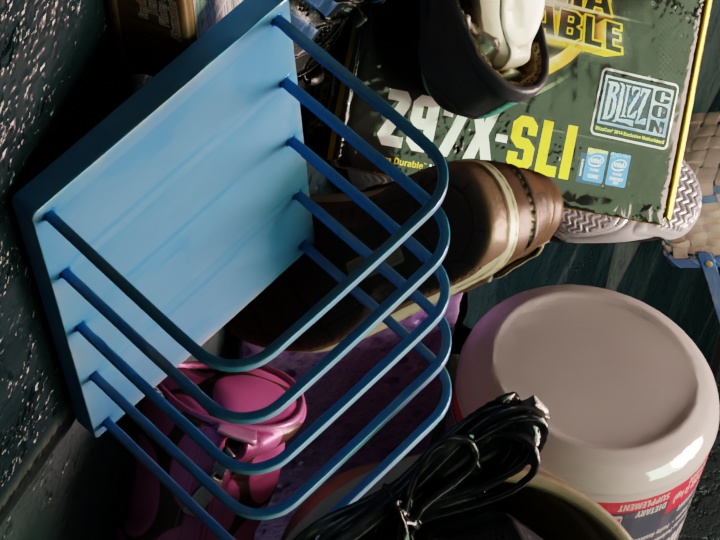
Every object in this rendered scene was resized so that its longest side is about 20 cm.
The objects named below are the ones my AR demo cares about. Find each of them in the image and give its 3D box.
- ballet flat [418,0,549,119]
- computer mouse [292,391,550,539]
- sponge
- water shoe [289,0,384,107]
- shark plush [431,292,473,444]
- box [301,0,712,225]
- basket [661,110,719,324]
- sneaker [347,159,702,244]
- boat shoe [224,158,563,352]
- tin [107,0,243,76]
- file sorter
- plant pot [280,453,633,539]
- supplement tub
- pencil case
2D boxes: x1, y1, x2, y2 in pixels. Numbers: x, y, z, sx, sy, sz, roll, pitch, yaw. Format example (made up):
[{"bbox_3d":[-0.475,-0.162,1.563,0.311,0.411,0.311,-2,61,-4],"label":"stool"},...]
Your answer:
[{"bbox_3d":[0.056,-0.168,1.231,0.073,0.073,0.201,-34,120,-69],"label":"ballet flat"},{"bbox_3d":[0.067,0.155,1.187,0.138,0.200,0.053,-36,-163,6],"label":"computer mouse"},{"bbox_3d":[-0.014,0.069,1.436,0.030,0.111,0.201,-103,-161,-53],"label":"sponge"},{"bbox_3d":[-0.012,-0.137,1.206,0.072,0.078,0.201,-51,157,-54],"label":"water shoe"},{"bbox_3d":[0.012,0.073,1.488,0.200,0.083,0.091,132,-33,-52],"label":"shark plush"},{"bbox_3d":[0.074,-0.115,1.316,0.049,0.199,0.161,19,-82,60],"label":"box"},{"bbox_3d":[0.393,-0.060,2.845,0.201,0.138,0.177,62,41,-31],"label":"basket"},{"bbox_3d":[0.091,-0.039,1.539,0.114,0.199,0.076,91,7,-67],"label":"sneaker"},{"bbox_3d":[0.014,-0.007,1.271,0.075,0.202,0.075,-13,91,-44],"label":"boat shoe"},{"bbox_3d":[-0.063,-0.153,1.071,0.200,0.042,0.112,87,21,-59],"label":"tin"},{"bbox_3d":[-0.040,0.011,1.122,0.139,0.123,0.200,-42,157,-19],"label":"file sorter"},{"bbox_3d":[0.029,0.171,1.301,0.174,0.199,0.201,-143,-109,-74],"label":"plant pot"},{"bbox_3d":[0.105,0.120,1.453,0.201,0.140,0.141,102,14,-44],"label":"supplement tub"},{"bbox_3d":[-0.086,0.143,1.300,0.094,0.090,0.201,-127,-134,-62],"label":"pencil case"}]
